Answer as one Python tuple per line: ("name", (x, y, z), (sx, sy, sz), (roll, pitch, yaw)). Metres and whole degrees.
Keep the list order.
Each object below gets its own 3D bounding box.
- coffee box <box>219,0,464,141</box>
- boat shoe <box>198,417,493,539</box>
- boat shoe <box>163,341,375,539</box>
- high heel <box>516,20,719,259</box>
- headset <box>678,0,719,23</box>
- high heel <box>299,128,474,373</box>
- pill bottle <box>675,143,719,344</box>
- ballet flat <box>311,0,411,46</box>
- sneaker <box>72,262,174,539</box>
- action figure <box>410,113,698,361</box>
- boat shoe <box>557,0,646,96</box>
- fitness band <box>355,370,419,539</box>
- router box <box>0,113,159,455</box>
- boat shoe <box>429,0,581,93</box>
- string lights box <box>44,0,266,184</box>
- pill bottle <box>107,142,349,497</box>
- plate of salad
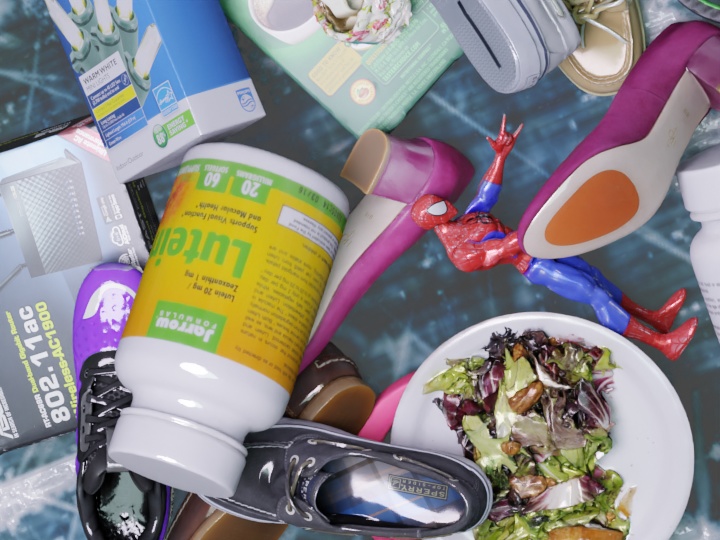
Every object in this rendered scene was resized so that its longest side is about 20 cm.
("coffee box", (-0.024, -0.189, 1.557), (0.200, 0.044, 0.123), (42, 101, -4))
("boat shoe", (-0.017, 0.139, 1.529), (0.199, 0.066, 0.070), (10, 96, 10))
("boat shoe", (-0.071, 0.132, 1.617), (0.200, 0.070, 0.070), (-49, 53, 8))
("high heel", (0.163, -0.083, 1.513), (0.200, 0.096, 0.068), (-35, 124, -13))
("headset", (0.216, -0.246, 1.499), (0.123, 0.094, 0.200), (-38, 85, 10))
("high heel", (0.000, 0.000, 1.578), (0.096, 0.067, 0.200), (15, 105, -44))
("pill bottle", (0.278, 0.013, 1.533), (0.113, 0.113, 0.201), (-20, 98, 8))
("ballet flat", (-0.026, -0.231, 1.488), (0.076, 0.064, 0.200), (-20, 98, 40))
("sneaker", (-0.150, 0.098, 1.530), (0.069, 0.100, 0.201), (-2, 101, 2))
("action figure", (0.132, -0.024, 1.542), (0.199, 0.065, 0.099), (20, 111, -14))
("boat shoe", (0.128, -0.203, 1.531), (0.073, 0.063, 0.200), (-23, 98, 8))
("fitness band", (0.093, 0.136, 1.615), (0.199, 0.037, 0.144), (3, 98, 4))
("router box", (-0.204, 0.007, 1.600), (0.149, 0.062, 0.201), (-17, 99, 9))
("boat shoe", (0.065, -0.206, 1.505), (0.067, 0.074, 0.200), (-29, 90, -32))
("string lights box", (-0.144, -0.168, 1.523), (0.103, 0.059, 0.201), (-26, 86, 49))
("pill bottle", (-0.086, 0.032, 1.480), (0.111, 0.111, 0.201), (17, 75, 2))
("plate of salad", (0.116, 0.126, 1.559), (0.199, 0.048, 0.201), (3, 107, 9))
